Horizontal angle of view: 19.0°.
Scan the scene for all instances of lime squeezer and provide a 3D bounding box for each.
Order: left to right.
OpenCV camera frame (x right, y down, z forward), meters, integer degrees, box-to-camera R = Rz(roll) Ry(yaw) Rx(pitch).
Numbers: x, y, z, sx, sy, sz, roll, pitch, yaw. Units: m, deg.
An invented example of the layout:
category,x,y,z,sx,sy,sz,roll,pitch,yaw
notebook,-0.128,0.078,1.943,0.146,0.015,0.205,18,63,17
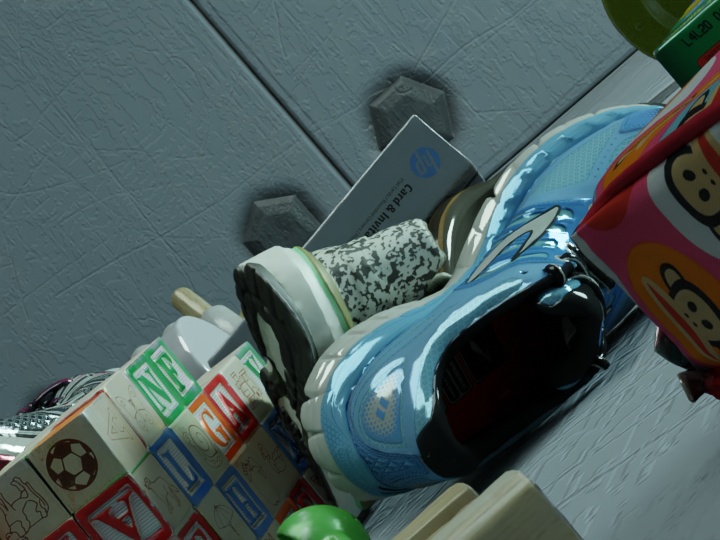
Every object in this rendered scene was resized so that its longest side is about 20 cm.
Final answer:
category,x,y,z,sx,sy,sz,roll,pitch,yaw
lime squeezer,-0.029,0.124,0.753,0.200,0.038,0.071,-39,34,43

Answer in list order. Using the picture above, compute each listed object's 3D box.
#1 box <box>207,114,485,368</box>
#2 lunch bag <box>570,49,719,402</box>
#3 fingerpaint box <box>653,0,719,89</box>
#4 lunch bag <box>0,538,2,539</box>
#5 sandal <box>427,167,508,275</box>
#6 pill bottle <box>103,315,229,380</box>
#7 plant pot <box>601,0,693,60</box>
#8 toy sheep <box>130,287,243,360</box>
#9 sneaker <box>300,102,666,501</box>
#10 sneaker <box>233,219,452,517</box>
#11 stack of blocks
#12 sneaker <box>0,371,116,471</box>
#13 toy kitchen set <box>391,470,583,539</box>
category,x,y,z,sx,sy,sz,roll,pitch,yaw
box,0.000,0.000,1.106,0.156,0.041,0.200,-50,-5,2
lunch bag,0.141,-0.057,0.508,0.200,0.082,0.176,-43,1,-21
fingerpaint box,0.231,-0.147,0.925,0.200,0.073,0.167,-41,2,23
lunch bag,-0.152,0.168,0.909,0.164,0.118,0.200,-41,-4,14
sandal,0.089,-0.011,1.024,0.054,0.082,0.200,-13,12,36
pill bottle,-0.130,0.125,1.173,0.200,0.111,0.111,-48,0,13
plant pot,0.246,-0.240,1.499,0.200,0.200,0.193,-40,14,37
toy sheep,-0.092,0.092,1.291,0.200,0.138,0.138,-55,2,-3
sneaker,0.074,0.014,0.788,0.200,0.078,0.090,-46,22,-22
sneaker,0.009,0.040,0.883,0.088,0.077,0.200,-27,-22,-8
stack of blocks,-0.072,0.091,0.889,0.059,0.115,0.200,-37,3,16
sneaker,-0.142,0.086,0.999,0.081,0.075,0.200,-44,-25,26
toy kitchen set,-0.070,0.070,0.360,0.200,0.181,0.163,-41,3,-9
